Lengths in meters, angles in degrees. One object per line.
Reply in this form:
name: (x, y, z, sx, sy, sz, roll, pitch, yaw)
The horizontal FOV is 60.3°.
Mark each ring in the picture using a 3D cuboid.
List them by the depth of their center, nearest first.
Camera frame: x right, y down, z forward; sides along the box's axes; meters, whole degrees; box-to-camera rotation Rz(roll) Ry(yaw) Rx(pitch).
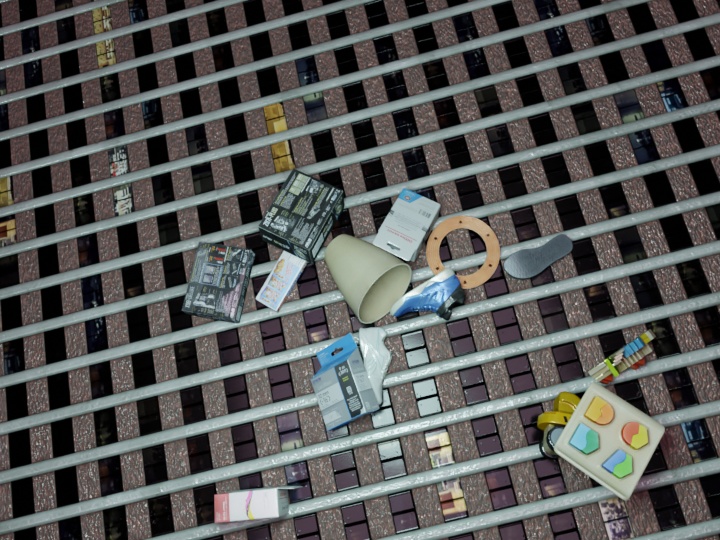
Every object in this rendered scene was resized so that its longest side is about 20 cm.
ring: (0.275, -0.049, 1.667, 0.196, 0.019, 0.205, -2, 76, 6)

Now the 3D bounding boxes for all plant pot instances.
plant pot: (0.000, 0.000, 1.615, 0.187, 0.188, 0.200, -45, 62, -6)

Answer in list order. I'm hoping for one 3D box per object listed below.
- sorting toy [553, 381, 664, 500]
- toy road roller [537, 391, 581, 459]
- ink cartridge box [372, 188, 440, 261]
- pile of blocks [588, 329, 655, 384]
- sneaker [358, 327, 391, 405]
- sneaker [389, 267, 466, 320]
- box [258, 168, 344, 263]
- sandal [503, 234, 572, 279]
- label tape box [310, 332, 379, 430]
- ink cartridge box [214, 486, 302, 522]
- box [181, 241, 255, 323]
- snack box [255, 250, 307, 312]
sorting toy: (0.558, 0.375, 1.387, 0.184, 0.037, 0.201, 32, 70, 19)
toy road roller: (0.523, 0.377, 1.478, 0.196, 0.123, 0.149, 9, 65, 9)
ink cartridge box: (0.120, -0.107, 1.647, 0.114, 0.067, 0.202, 25, 63, 12)
pile of blocks: (0.654, 0.221, 1.520, 0.198, 0.082, 0.063, -33, 74, -3)
sneaker: (0.044, 0.242, 1.591, 0.078, 0.071, 0.204, -7, 74, 2)
sneaker: (0.180, 0.092, 1.610, 0.198, 0.077, 0.112, -32, 78, 2)
box: (-0.158, -0.149, 1.692, 0.161, 0.086, 0.202, 23, 70, 12)
sandal: (0.467, -0.030, 1.633, 0.197, 0.043, 0.077, -21, 81, -9)
label tape box: (-0.052, 0.280, 1.560, 0.142, 0.066, 0.203, -32, 73, 34)
ink cartridge box: (-0.244, 0.569, 1.514, 0.196, 0.117, 0.069, -8, 73, 5)
box: (-0.389, 0.032, 1.705, 0.154, 0.050, 0.204, 8, 76, 9)
snack box: (-0.207, 0.010, 1.703, 0.071, 0.024, 0.202, 28, 80, 12)
